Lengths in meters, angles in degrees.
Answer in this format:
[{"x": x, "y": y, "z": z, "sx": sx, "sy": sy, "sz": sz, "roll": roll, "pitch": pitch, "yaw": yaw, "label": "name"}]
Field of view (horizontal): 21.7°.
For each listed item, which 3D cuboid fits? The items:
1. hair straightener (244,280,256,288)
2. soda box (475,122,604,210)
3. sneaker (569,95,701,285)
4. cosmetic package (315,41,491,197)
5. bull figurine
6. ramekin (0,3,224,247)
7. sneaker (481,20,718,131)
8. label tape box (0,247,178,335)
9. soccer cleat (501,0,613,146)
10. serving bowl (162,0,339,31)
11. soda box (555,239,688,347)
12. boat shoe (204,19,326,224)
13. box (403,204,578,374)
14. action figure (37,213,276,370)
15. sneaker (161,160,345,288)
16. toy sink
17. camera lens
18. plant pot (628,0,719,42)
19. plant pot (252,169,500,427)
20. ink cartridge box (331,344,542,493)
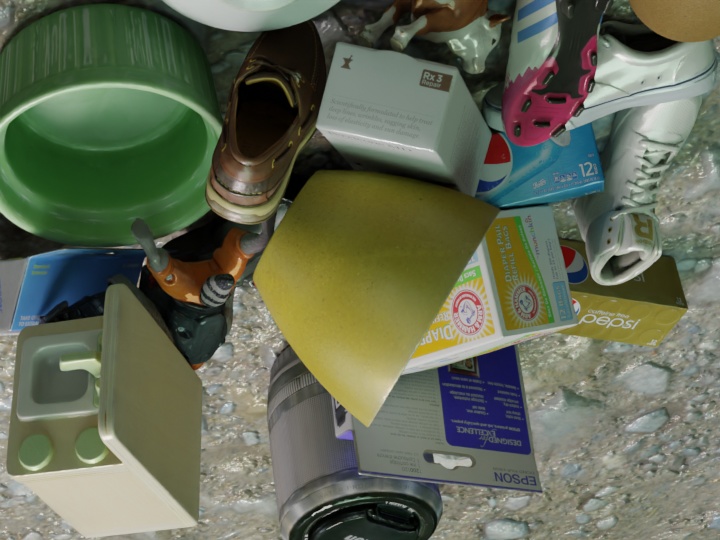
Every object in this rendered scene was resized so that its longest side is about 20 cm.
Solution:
[{"x": -0.037, "y": 0.011, "z": 1.663, "sx": 0.077, "sy": 0.199, "sz": 0.041, "roll": -32, "pitch": 113, "yaw": -27, "label": "hair straightener"}, {"x": 0.108, "y": -0.079, "z": 1.618, "sx": 0.198, "sy": 0.065, "sz": 0.068, "roll": -14, "pitch": 174, "yaw": 5, "label": "soda box"}, {"x": 0.251, "y": -0.072, "z": 1.636, "sx": 0.073, "sy": 0.116, "sz": 0.201, "roll": 6, "pitch": 140, "yaw": -18, "label": "sneaker"}, {"x": 0.038, "y": -0.111, "z": 1.485, "sx": 0.101, "sy": 0.075, "sz": 0.200, "roll": 13, "pitch": 174, "yaw": 15, "label": "cosmetic package"}, {"x": 0.060, "y": -0.222, "z": 1.417, "sx": 0.121, "sy": 0.065, "sz": 0.201, "roll": -36, "pitch": 145, "yaw": -28, "label": "bull figurine"}, {"x": -0.202, "y": -0.117, "z": 1.487, "sx": 0.198, "sy": 0.098, "sz": 0.201, "roll": -6, "pitch": 144, "yaw": -4, "label": "ramekin"}, {"x": 0.194, "y": -0.169, "z": 1.545, "sx": 0.198, "sy": 0.073, "sz": 0.071, "roll": -15, "pitch": 125, "yaw": 0, "label": "sneaker"}, {"x": -0.272, "y": 0.021, "z": 1.589, "sx": 0.198, "sy": 0.064, "sz": 0.144, "roll": -5, "pitch": 177, "yaw": 35, "label": "label tape box"}, {"x": 0.151, "y": -0.192, "z": 1.472, "sx": 0.069, "sy": 0.087, "sz": 0.201, "roll": -5, "pitch": 137, "yaw": -23, "label": "soccer cleat"}, {"x": -0.075, "y": -0.243, "z": 1.375, "sx": 0.198, "sy": 0.066, "sz": 0.201, "roll": -6, "pitch": 143, "yaw": -5, "label": "serving bowl"}, {"x": 0.209, "y": 0.018, "z": 1.791, "sx": 0.198, "sy": 0.064, "sz": 0.068, "roll": 8, "pitch": 140, "yaw": -23, "label": "soda box"}, {"x": -0.065, "y": -0.128, "z": 1.421, "sx": 0.071, "sy": 0.201, "sz": 0.068, "roll": 16, "pitch": 141, "yaw": 0, "label": "boat shoe"}, {"x": 0.080, "y": 0.022, "z": 1.657, "sx": 0.101, "sy": 0.114, "sz": 0.199, "roll": -7, "pitch": 171, "yaw": -43, "label": "box"}, {"x": -0.159, "y": 0.031, "z": 1.533, "sx": 0.199, "sy": 0.105, "sz": 0.194, "roll": -23, "pitch": 153, "yaw": -26, "label": "action figure"}, {"x": -0.089, "y": -0.046, "z": 1.645, "sx": 0.198, "sy": 0.076, "sz": 0.091, "roll": -18, "pitch": 130, "yaw": 8, "label": "sneaker"}, {"x": -0.209, "y": 0.115, "z": 1.488, "sx": 0.111, "sy": 0.132, "sz": 0.200, "roll": -7, "pitch": 152, "yaw": 12, "label": "toy sink"}, {"x": -0.009, "y": 0.179, "z": 1.842, "sx": 0.158, "sy": 0.201, "sz": 0.161, "roll": -6, "pitch": 144, "yaw": -5, "label": "camera lens"}, {"x": 0.258, "y": -0.255, "z": 1.359, "sx": 0.184, "sy": 0.188, "sz": 0.200, "roll": -4, "pitch": 156, "yaw": -8, "label": "plant pot"}, {"x": 0.000, "y": 0.000, "z": 1.482, "sx": 0.141, "sy": 0.200, "sz": 0.201, "roll": 32, "pitch": 137, "yaw": 2, "label": "plant pot"}, {"x": 0.067, "y": 0.123, "z": 1.783, "sx": 0.196, "sy": 0.202, "sz": 0.043, "roll": 9, "pitch": 143, "yaw": -23, "label": "ink cartridge box"}]
